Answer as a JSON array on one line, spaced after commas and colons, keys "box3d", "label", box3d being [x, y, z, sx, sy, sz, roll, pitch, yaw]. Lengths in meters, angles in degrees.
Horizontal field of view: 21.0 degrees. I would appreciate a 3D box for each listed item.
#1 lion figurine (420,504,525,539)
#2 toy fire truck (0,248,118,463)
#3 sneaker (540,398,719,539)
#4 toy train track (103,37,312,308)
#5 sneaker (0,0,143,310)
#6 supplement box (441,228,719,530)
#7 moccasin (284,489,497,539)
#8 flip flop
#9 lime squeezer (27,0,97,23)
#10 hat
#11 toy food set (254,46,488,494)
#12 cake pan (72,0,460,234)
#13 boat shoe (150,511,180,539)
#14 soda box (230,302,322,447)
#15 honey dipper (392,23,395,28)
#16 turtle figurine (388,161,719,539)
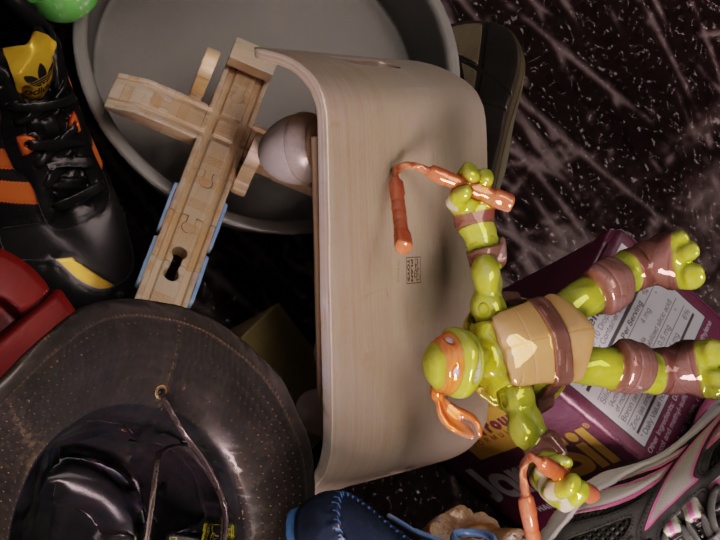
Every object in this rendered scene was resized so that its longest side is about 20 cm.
[{"box3d": [0.100, 0.185, 0.977, 0.200, 0.072, 0.123, 26, 31, -57], "label": "lion figurine"}, {"box3d": [-0.224, 0.040, 0.811, 0.176, 0.128, 0.201, -43, 108, -36], "label": "toy fire truck"}, {"box3d": [0.156, 0.112, 0.887, 0.200, 0.086, 0.080, -45, 101, -14], "label": "sneaker"}, {"box3d": [-0.070, -0.039, 0.885, 0.114, 0.033, 0.201, 22, 50, -7], "label": "toy train track"}, {"box3d": [-0.158, -0.066, 0.894, 0.070, 0.090, 0.201, -34, 92, -36], "label": "sneaker"}, {"box3d": [0.148, 0.092, 1.008, 0.200, 0.131, 0.104, 39, 58, -14], "label": "supplement box"}, {"box3d": [0.045, 0.151, 0.822, 0.200, 0.068, 0.081, 46, 29, -36], "label": "moccasin"}, {"box3d": [0.038, -0.045, 1.031, 0.080, 0.058, 0.201, 12, 58, 14], "label": "flip flop"}, {"box3d": [-0.166, -0.153, 0.923, 0.199, 0.071, 0.038, 15, 59, 18], "label": "lime squeezer"}, {"box3d": [-0.109, 0.101, 0.758, 0.200, 0.080, 0.202, -6, 98, -50], "label": "hat"}, {"box3d": [0.000, 0.000, 0.899, 0.143, 0.060, 0.202, -4, 94, -58], "label": "toy food set"}, {"box3d": [-0.049, -0.104, 0.983, 0.199, 0.037, 0.202, 7, 65, -14], "label": "cake pan"}, {"box3d": [-0.016, 0.171, 0.840, 0.200, 0.065, 0.074, 51, 57, -12], "label": "boat shoe"}, {"box3d": [-0.094, 0.102, 0.888, 0.064, 0.068, 0.200, 51, 54, -7], "label": "soda box"}, {"box3d": [0.000, -0.222, 1.087, 0.038, 0.038, 0.202, -6, 74, -34], "label": "honey dipper"}, {"box3d": [0.089, 0.042, 0.878, 0.160, 0.064, 0.201, -8, 69, -31], "label": "turtle figurine"}]
